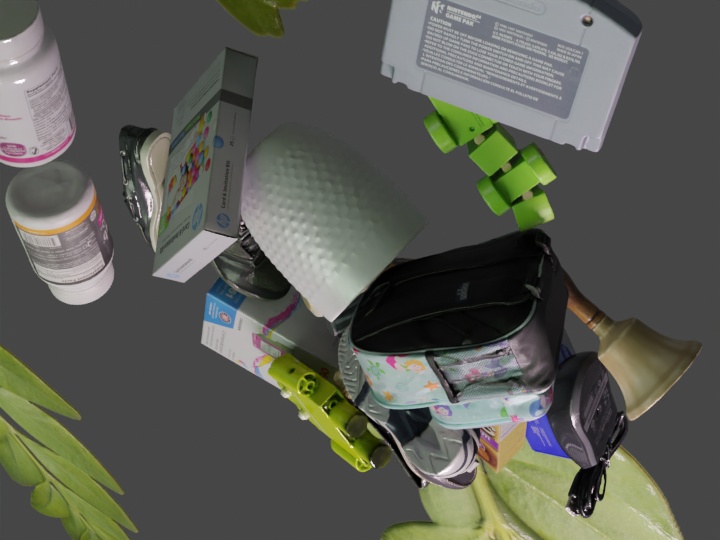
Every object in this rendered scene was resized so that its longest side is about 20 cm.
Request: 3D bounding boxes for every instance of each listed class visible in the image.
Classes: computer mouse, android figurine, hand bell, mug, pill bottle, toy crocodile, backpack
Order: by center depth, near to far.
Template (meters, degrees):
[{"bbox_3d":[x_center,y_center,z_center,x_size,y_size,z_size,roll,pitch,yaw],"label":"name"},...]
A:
[{"bbox_3d":[0.116,-0.116,1.015,0.067,0.062,0.200,-36,111,15],"label":"toy crocodile"},{"bbox_3d":[0.095,0.059,1.068,0.199,0.178,0.151,-8,122,21],"label":"backpack"},{"bbox_3d":[0.232,0.043,1.123,0.200,0.104,0.104,44,150,7],"label":"hand bell"},{"bbox_3d":[-0.050,-0.051,1.169,0.175,0.148,0.200,45,150,0],"label":"mug"},{"bbox_3d":[0.235,0.162,1.209,0.053,0.139,0.200,12,143,32],"label":"computer mouse"},{"bbox_3d":[-0.398,-0.222,1.280,0.113,0.114,0.200,25,148,13],"label":"pill bottle"},{"bbox_3d":[-0.046,0.168,1.355,0.200,0.041,0.182,28,157,49],"label":"android figurine"},{"bbox_3d":[-0.402,-0.048,1.525,0.116,0.117,0.200,23,148,17],"label":"pill bottle"}]

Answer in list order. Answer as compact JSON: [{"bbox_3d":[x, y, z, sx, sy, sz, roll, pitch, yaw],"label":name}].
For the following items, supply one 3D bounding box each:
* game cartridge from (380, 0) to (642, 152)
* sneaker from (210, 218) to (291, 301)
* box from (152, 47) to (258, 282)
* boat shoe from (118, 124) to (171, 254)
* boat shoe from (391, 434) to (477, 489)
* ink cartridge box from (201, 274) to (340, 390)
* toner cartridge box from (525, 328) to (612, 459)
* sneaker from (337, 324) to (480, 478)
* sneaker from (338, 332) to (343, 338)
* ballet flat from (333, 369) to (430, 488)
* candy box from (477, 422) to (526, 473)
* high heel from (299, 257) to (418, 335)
[{"bbox_3d":[0.118,-0.185,0.902,0.199,0.041,0.133,22,136,12],"label":"game cartridge"},{"bbox_3d":[-0.136,-0.040,1.329,0.114,0.076,0.200,-2,129,53],"label":"sneaker"},{"bbox_3d":[-0.161,-0.105,1.149,0.041,0.201,0.156,13,158,-26],"label":"box"},{"bbox_3d":[-0.260,-0.098,1.365,0.066,0.075,0.200,24,147,18],"label":"boat shoe"},{"bbox_3d":[0.085,0.196,1.302,0.063,0.073,0.200,13,148,54],"label":"boat shoe"},{"bbox_3d":[-0.101,0.082,1.459,0.199,0.085,0.145,28,149,6],"label":"ink cartridge box"},{"bbox_3d":[0.217,0.142,1.291,0.095,0.043,0.200,6,139,37],"label":"toner cartridge box"},{"bbox_3d":[0.061,0.141,1.192,0.199,0.080,0.130,44,-176,29],"label":"sneaker"},{"bbox_3d":[0.055,0.116,1.357,0.114,0.076,0.200,9,137,44],"label":"sneaker"},{"bbox_3d":[0.037,0.186,1.335,0.066,0.057,0.200,-14,129,45],"label":"ballet flat"},{"bbox_3d":[0.135,0.149,1.294,0.117,0.056,0.200,42,162,24],"label":"candy box"},{"bbox_3d":[0.000,0.000,1.296,0.200,0.142,0.072,48,159,57],"label":"high heel"}]
